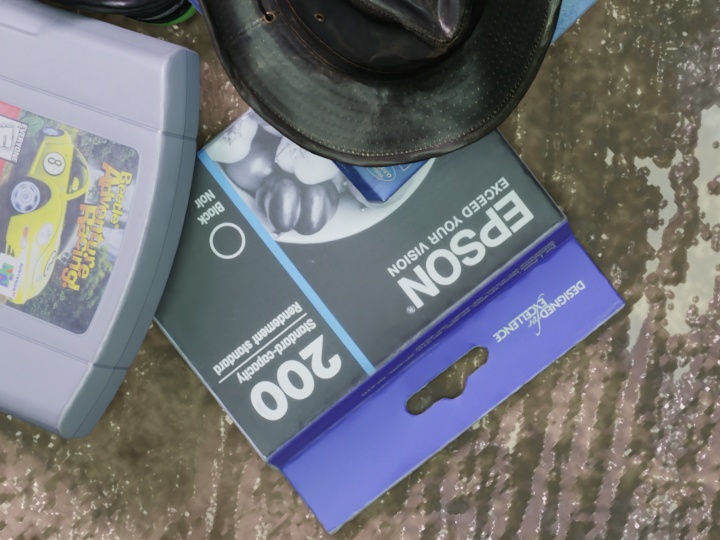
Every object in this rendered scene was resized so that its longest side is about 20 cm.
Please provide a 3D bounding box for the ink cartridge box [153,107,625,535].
[{"bbox_3d":[0.000,0.000,1.468,0.198,0.043,0.200,-39,93,2],"label":"ink cartridge box"}]

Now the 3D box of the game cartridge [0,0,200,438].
[{"bbox_3d":[-0.151,-0.026,1.443,0.133,0.041,0.201,18,94,27],"label":"game cartridge"}]

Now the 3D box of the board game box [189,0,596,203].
[{"bbox_3d":[0.014,-0.173,1.411,0.199,0.043,0.200,-44,101,-8],"label":"board game box"}]

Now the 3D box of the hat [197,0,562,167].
[{"bbox_3d":[0.015,-0.148,1.348,0.200,0.081,0.201,-1,93,-13],"label":"hat"}]

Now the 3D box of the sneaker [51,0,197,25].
[{"bbox_3d":[-0.168,-0.176,1.438,0.199,0.084,0.077,14,93,0],"label":"sneaker"}]
